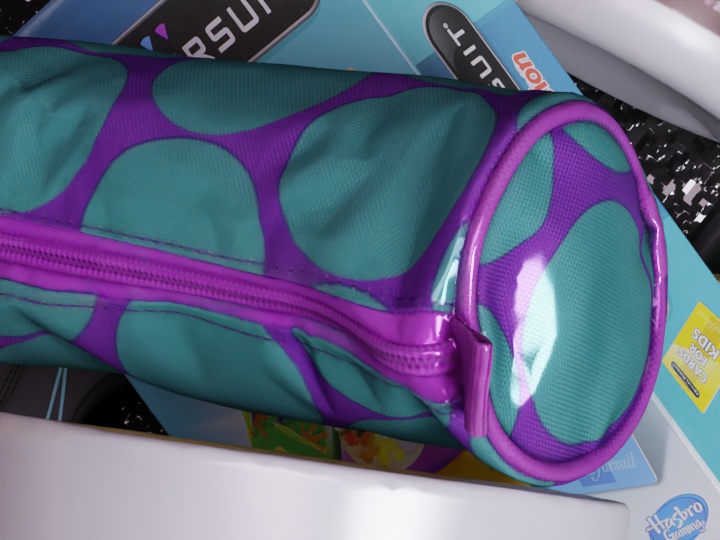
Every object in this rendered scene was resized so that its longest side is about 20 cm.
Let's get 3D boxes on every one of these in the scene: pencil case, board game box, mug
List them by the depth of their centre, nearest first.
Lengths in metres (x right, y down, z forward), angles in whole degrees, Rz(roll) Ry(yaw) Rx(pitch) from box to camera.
[{"bbox_3d":[-0.033,-0.006,0.659,0.199,0.092,0.086,8,111,33],"label":"pencil case"},{"bbox_3d":[-0.025,0.117,0.665,0.149,0.187,0.154,7,87,-3],"label":"mug"},{"bbox_3d":[0.000,0.000,0.735,0.200,0.047,0.151,53,136,-2],"label":"board game box"}]

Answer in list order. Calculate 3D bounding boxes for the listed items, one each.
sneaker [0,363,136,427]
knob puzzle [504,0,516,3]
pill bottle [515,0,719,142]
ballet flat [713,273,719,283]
[{"bbox_3d":[-0.097,0.107,0.778,0.079,0.075,0.201,0,87,1],"label":"sneaker"},{"bbox_3d":[0.001,-0.147,0.754,0.219,0.030,0.221,-16,65,38],"label":"knob puzzle"},{"bbox_3d":[0.107,-0.141,0.761,0.109,0.109,0.201,28,89,4],"label":"pill bottle"},{"bbox_3d":[0.148,0.035,0.771,0.199,0.071,0.071,5,87,3],"label":"ballet flat"}]
